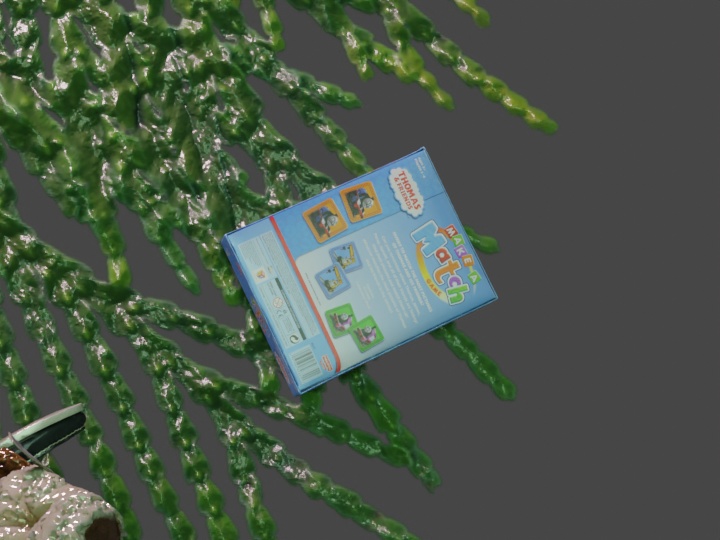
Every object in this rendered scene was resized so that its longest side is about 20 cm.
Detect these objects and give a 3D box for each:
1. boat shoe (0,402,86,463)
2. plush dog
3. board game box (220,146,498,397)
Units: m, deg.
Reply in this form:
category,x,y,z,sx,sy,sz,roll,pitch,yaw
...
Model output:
category,x,y,z,sx,sy,sz,roll,pitch,yaw
boat shoe,-0.295,0.179,1.167,0.199,0.074,0.066,-32,89,-16
plush dog,-0.262,0.232,1.068,0.160,0.200,0.172,32,67,18
board game box,0.000,0.000,1.288,0.199,0.037,0.152,-24,85,-15
